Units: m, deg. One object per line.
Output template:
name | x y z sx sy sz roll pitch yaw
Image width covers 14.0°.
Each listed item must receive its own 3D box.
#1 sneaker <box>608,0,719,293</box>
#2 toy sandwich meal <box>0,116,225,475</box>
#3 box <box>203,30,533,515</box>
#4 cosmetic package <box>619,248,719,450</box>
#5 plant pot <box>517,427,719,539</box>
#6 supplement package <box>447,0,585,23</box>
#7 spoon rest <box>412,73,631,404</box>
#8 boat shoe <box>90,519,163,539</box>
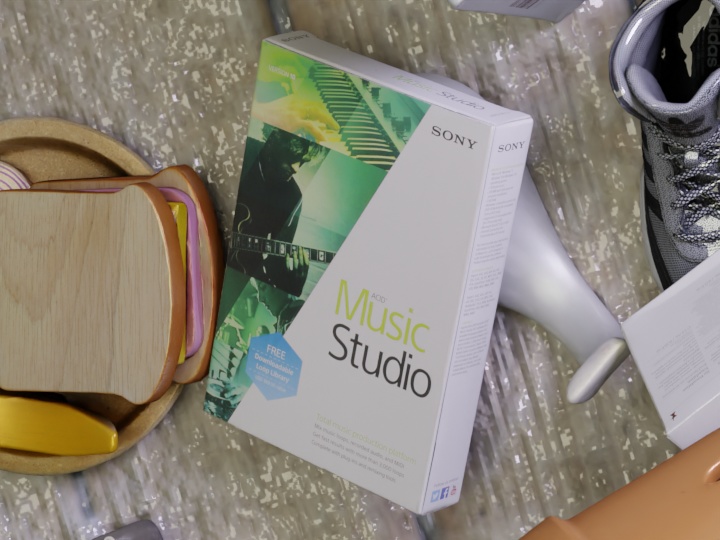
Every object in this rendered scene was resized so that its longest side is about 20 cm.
sneaker | 0.155 -0.055 1.363 0.075 0.114 0.200 -3 93 18
toy sandwich meal | -0.166 0.015 1.493 0.205 0.070 0.205 1 93 18
box | 0.000 0.000 1.417 0.144 0.036 0.200 22 111 33
cosmetic package | 0.217 0.002 1.318 0.200 0.083 0.051 -38 124 16
plant pot | 0.169 0.154 1.263 0.140 0.200 0.200 -45 79 -1
supplement package | 0.062 -0.236 1.343 0.147 0.191 0.200 -38 81 15
spoon rest | 0.060 -0.013 1.434 0.099 0.061 0.200 -48 65 13
boat shoe | -0.184 0.181 1.516 0.200 0.067 0.057 -17 72 13
